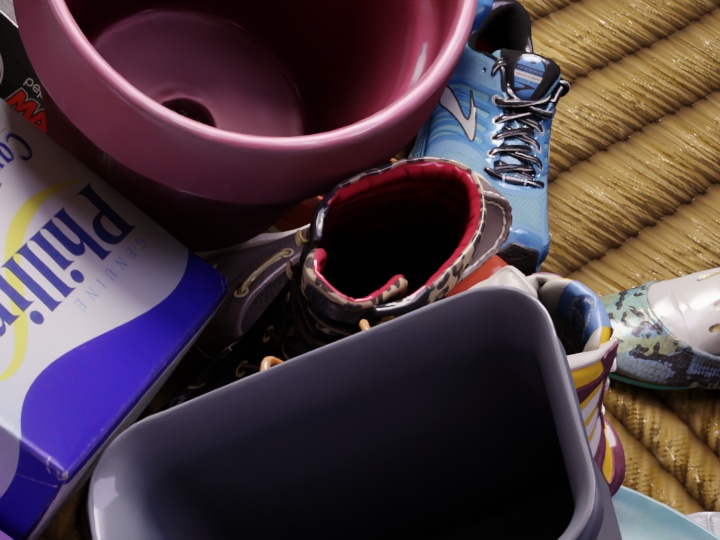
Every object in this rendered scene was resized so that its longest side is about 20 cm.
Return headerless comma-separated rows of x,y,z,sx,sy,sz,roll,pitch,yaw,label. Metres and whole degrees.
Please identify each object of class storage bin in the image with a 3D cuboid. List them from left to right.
0.011,0.107,1.185,0.134,0.200,0.146,52,20,-53,storage bin

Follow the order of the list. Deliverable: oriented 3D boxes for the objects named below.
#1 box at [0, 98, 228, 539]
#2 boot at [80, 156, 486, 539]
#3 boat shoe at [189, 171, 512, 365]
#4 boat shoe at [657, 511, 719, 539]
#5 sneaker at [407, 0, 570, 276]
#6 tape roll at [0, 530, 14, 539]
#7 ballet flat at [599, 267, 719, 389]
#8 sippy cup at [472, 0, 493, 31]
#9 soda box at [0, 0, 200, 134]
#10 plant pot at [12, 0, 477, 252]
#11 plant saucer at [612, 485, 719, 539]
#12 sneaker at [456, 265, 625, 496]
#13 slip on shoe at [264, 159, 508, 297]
-0.184,0.014,1.240,0.200,0.105,0.184,39,32,-1,box
-0.029,0.040,1.278,0.200,0.151,0.073,-33,73,-32,boot
0.000,0.000,1.430,0.200,0.072,0.059,-17,24,-34,boat shoe
0.156,0.204,1.378,0.073,0.067,0.200,3,44,9,boat shoe
0.071,-0.079,1.629,0.078,0.090,0.200,20,37,-26,sneaker
-0.180,0.168,1.087,0.200,0.066,0.200,26,35,-20,tape roll
0.204,0.029,1.648,0.200,0.074,0.074,6,44,-41,ballet flat
-0.001,-0.164,1.610,0.130,0.140,0.178,53,30,2,sippy cup
-0.143,-0.086,1.448,0.200,0.063,0.071,43,32,6,soda box
-0.064,-0.102,1.327,0.200,0.179,0.200,6,64,-13,plant pot
0.101,0.148,1.322,0.200,0.027,0.200,16,24,-7,plant saucer
0.086,0.052,1.311,0.075,0.090,0.200,47,12,24,sneaker
0.012,-0.023,1.506,0.200,0.061,0.074,35,47,-24,slip on shoe
